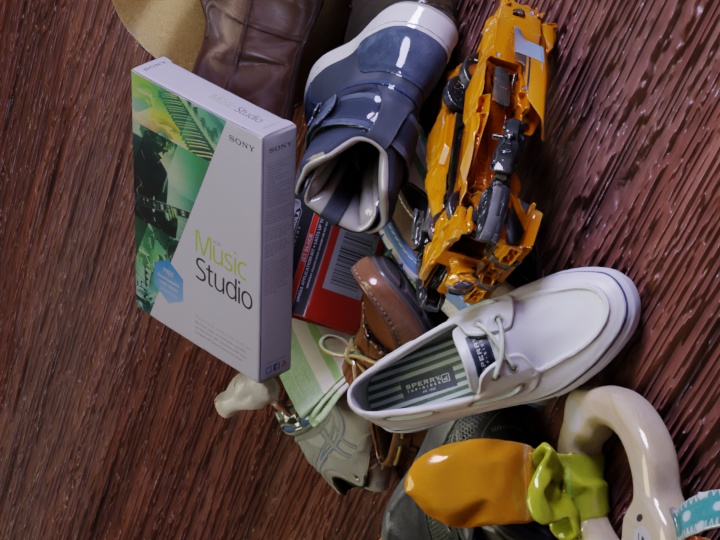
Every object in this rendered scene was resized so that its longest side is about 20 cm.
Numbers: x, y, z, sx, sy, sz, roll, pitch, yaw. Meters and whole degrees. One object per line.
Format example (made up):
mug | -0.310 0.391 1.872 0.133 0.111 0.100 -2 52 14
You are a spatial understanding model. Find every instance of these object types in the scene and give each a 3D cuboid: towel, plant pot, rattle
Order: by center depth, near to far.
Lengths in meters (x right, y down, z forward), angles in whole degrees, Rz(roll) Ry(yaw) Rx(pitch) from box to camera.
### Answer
rattle | 0.139 0.145 1.308 0.131 0.142 0.200 -66 28 15
towel | 0.000 0.000 1.593 0.200 0.023 0.153 -45 50 24
plant pot | -0.066 -0.261 1.627 0.200 0.186 0.187 -58 43 33

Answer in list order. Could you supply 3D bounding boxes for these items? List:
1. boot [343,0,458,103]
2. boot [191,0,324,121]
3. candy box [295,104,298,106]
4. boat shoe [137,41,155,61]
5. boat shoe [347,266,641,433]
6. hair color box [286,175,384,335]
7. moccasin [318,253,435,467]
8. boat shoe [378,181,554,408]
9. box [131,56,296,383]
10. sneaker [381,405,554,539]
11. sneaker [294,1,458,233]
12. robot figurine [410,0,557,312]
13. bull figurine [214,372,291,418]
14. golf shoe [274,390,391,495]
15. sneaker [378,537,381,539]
boot | 0.022 -0.175 1.578 0.200 0.074 0.097 145 133 -60
boot | -0.120 -0.164 1.558 0.186 0.064 0.201 25 118 20
candy box | -0.117 -0.221 1.841 0.136 0.061 0.201 -22 76 63
boat shoe | -0.141 -0.170 1.705 0.084 0.069 0.200 58 -171 -34
boat shoe | 0.083 0.058 1.367 0.200 0.067 0.074 -30 75 23
hair color box | -0.074 -0.023 1.613 0.200 0.061 0.102 13 85 46
moccasin | 0.018 0.067 1.507 0.202 0.078 0.074 78 169 -53
boat shoe | 0.087 0.000 1.456 0.072 0.072 0.200 -50 61 19
box | -0.107 -0.036 1.534 0.144 0.036 0.201 28 128 38
sneaker | 0.074 0.184 1.512 0.114 0.076 0.200 -112 35 -43
sneaker | -0.010 -0.085 1.487 0.147 0.077 0.202 -70 11 -24
robot figurine | 0.081 -0.069 1.386 0.145 0.058 0.201 128 154 -55
bull figurine | -0.066 0.035 1.720 0.121 0.065 0.200 -10 53 64
golf shoe | 0.010 0.121 1.664 0.097 0.078 0.200 62 156 2
sneaker | 0.013 0.257 1.656 0.073 0.077 0.200 -118 35 -41
